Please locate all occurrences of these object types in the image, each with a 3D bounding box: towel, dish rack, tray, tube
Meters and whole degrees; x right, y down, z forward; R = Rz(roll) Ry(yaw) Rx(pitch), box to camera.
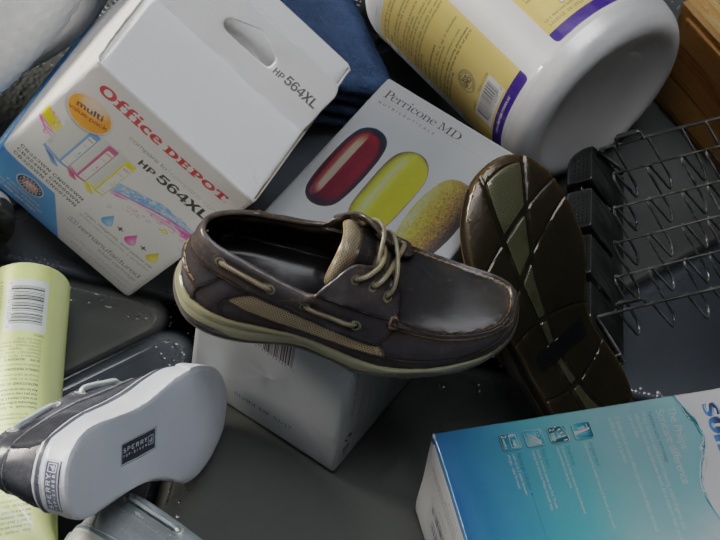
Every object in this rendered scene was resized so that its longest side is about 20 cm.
[{"bbox_3d":[-0.052,-0.181,1.805,0.111,0.049,0.200,8,47,-40],"label":"towel"},{"bbox_3d":[0.218,-0.031,1.684,0.199,0.055,0.154,-15,51,24],"label":"dish rack"},{"bbox_3d":[0.271,-0.081,1.760,0.037,0.099,0.200,-27,62,-24],"label":"tray"},{"bbox_3d":[-0.206,0.091,1.603,0.052,0.058,0.201,17,52,-21],"label":"tube"}]

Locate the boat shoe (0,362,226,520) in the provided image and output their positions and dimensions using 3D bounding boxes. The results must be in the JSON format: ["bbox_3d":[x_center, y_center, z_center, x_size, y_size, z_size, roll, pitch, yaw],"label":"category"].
[{"bbox_3d":[-0.146,0.095,1.559,0.068,0.072,0.200,11,17,24],"label":"boat shoe"}]

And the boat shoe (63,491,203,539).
[{"bbox_3d":[-0.074,0.187,1.535,0.200,0.070,0.072,29,59,16],"label":"boat shoe"}]

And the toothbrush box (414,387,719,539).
[{"bbox_3d":[0.148,0.161,1.575,0.199,0.085,0.147,-10,56,-14],"label":"toothbrush box"}]

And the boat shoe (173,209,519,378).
[{"bbox_3d":[-0.006,0.009,1.534,0.199,0.073,0.075,6,54,-4],"label":"boat shoe"}]

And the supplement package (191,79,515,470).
[{"bbox_3d":[0.000,0.000,1.656,0.114,0.110,0.200,31,56,14],"label":"supplement package"}]

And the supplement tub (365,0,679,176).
[{"bbox_3d":[0.095,-0.174,1.775,0.145,0.146,0.200,-31,64,-26],"label":"supplement tub"}]

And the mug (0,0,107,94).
[{"bbox_3d":[-0.234,-0.180,1.682,0.175,0.200,0.148,-40,62,11],"label":"mug"}]

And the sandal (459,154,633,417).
[{"bbox_3d":[0.106,0.026,1.635,0.082,0.200,0.055,-37,24,-24],"label":"sandal"}]

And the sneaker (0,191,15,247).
[{"bbox_3d":[-0.308,-0.074,1.689,0.200,0.076,0.116,7,55,0],"label":"sneaker"}]

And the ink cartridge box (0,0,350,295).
[{"bbox_3d":[-0.115,-0.098,1.635,0.128,0.200,0.125,41,55,-11],"label":"ink cartridge box"}]
